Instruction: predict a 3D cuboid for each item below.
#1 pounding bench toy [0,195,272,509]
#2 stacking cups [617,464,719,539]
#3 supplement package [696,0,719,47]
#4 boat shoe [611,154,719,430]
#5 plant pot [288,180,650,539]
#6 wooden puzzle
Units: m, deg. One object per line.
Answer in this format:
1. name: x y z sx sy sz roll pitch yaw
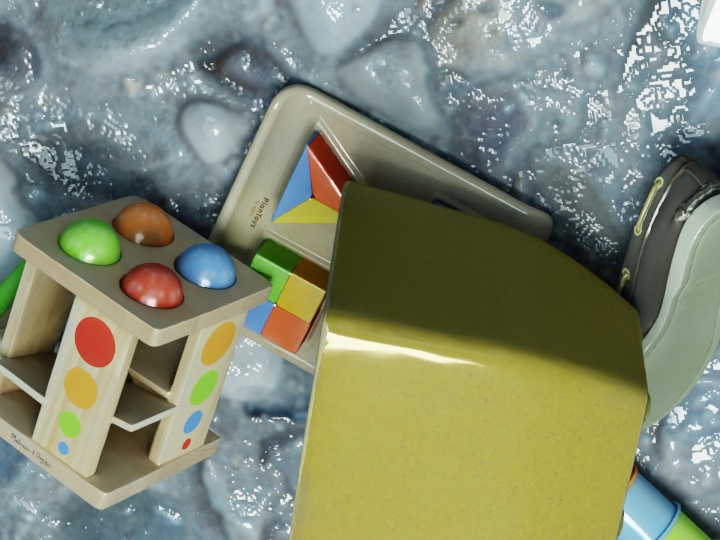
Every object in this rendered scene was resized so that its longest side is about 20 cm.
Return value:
1. pounding bench toy: -0.184 0.024 1.434 0.200 0.124 0.156 32 119 23
2. stacking cups: 0.179 0.166 1.463 0.200 0.061 0.061 41 116 -5
3. supplement package: 0.300 -0.180 1.238 0.199 0.117 0.118 12 117 6
4. boat shoe: 0.193 0.018 1.389 0.061 0.071 0.202 52 140 36
5. plant pot: 0.068 0.084 1.329 0.199 0.194 0.196 9 117 -1
6. wooden puzzle: 0.000 0.000 1.429 0.199 0.046 0.186 26 117 -1
